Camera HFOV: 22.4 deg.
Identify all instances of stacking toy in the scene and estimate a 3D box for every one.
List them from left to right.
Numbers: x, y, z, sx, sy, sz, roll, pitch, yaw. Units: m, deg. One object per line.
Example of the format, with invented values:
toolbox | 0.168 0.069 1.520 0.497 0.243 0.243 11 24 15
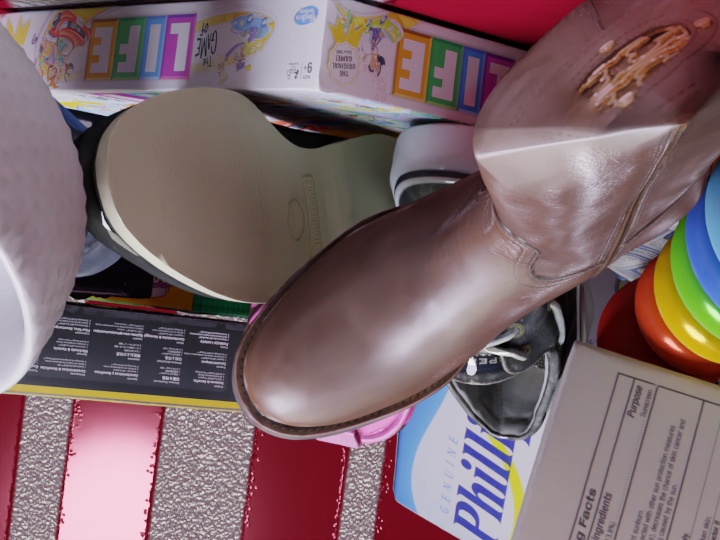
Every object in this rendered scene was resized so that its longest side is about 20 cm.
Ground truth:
stacking toy | 0.140 0.002 0.667 0.085 0.085 0.200 7 155 -15

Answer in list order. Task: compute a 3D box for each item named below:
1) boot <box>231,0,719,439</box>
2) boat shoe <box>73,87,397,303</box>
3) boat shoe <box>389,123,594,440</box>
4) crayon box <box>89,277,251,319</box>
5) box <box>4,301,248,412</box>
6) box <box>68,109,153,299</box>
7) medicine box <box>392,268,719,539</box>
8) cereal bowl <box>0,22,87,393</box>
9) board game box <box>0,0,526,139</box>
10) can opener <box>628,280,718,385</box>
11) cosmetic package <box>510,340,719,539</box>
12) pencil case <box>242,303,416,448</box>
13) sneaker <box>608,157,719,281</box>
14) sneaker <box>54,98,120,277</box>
boot | 0.035 -0.016 0.536 0.186 0.064 0.200 -34 173 -3
boat shoe | -0.047 -0.024 0.662 0.063 0.074 0.201 -3 179 27
boat shoe | 0.057 0.013 0.719 0.072 0.071 0.200 6 156 22
crayon box | -0.148 -0.040 1.081 0.200 0.119 0.058 6 179 36
box | -0.143 0.039 0.919 0.200 0.049 0.160 7 180 -27
box | -0.232 -0.054 0.880 0.200 0.117 0.197 5 178 31
medicine box | 0.128 0.083 0.942 0.200 0.103 0.182 27 142 20
cereal bowl | -0.168 -0.050 0.557 0.200 0.083 0.200 20 149 13
board game box | -0.036 -0.076 0.721 0.134 0.034 0.200 8 178 -45
can opener | 0.142 0.017 0.816 0.079 0.200 0.063 -15 140 33
cosmetic package | 0.158 0.113 0.694 0.200 0.103 0.087 19 158 6
pencil case | 0.000 0.000 0.829 0.091 0.094 0.200 12 -149 3
sneaker | 0.107 -0.023 0.764 0.200 0.075 0.088 8 138 21
sneaker | -0.170 -0.065 0.664 0.200 0.066 0.078 26 -165 -8
